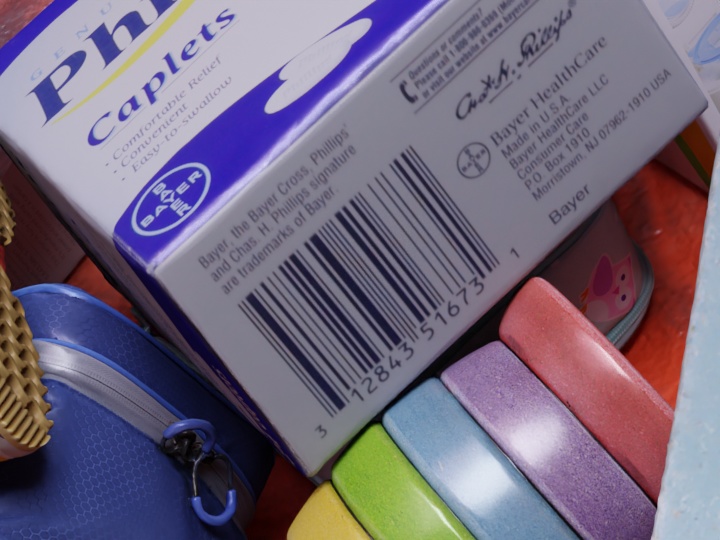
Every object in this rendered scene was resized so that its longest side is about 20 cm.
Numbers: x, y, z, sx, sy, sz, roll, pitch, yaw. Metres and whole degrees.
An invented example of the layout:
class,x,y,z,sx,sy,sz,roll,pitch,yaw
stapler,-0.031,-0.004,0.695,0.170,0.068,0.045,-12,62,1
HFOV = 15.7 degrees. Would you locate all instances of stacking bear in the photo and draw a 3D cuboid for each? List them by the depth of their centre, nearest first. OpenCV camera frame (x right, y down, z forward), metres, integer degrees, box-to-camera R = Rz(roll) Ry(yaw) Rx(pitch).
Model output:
class,x,y,z,sx,sy,sz,roll,pitch,yaw
stacking bear,0.021,0.107,0.853,0.200,0.114,0.121,-43,58,1

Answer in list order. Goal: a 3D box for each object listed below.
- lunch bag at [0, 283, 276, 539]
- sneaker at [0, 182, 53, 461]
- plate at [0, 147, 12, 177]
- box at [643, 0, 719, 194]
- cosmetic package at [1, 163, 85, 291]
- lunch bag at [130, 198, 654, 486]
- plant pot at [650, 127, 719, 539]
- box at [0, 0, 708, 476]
class,x,y,z,sx,sy,sz,roll,pitch,yaw
lunch bag,-0.128,0.087,0.939,0.200,0.136,0.133,-17,45,35
sneaker,-0.166,0.001,0.879,0.090,0.075,0.200,-25,39,4
plate,-0.219,-0.005,1.026,0.200,0.032,0.200,-13,31,44
box,0.118,-0.129,0.935,0.112,0.200,0.101,-43,42,-8
cosmetic package,-0.207,0.014,1.121,0.102,0.074,0.200,19,64,44
lunch bag,0.000,0.000,0.992,0.160,0.077,0.200,-46,43,-8
plant pot,0.204,0.072,0.718,0.199,0.196,0.197,0,52,21
box,-0.017,-0.059,0.898,0.184,0.105,0.200,-42,32,-7
